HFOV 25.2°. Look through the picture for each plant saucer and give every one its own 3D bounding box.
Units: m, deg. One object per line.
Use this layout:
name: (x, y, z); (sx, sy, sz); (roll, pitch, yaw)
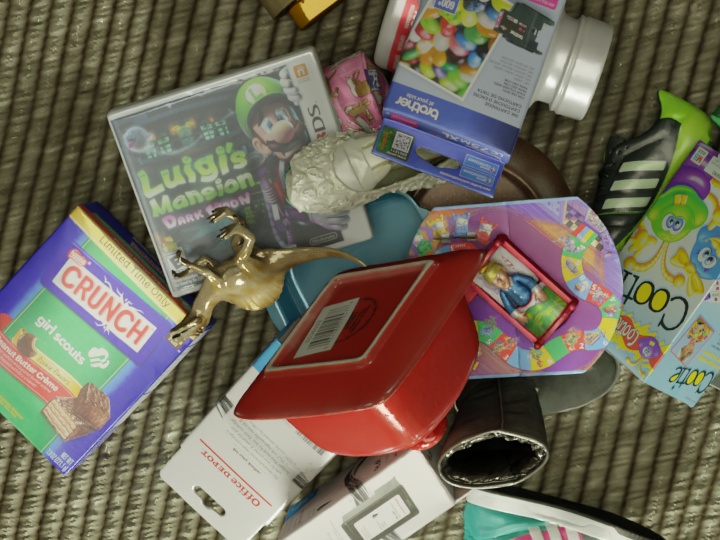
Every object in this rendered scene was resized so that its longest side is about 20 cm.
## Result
plant saucer: (0.108, -0.034, 1.525); (0.197, 0.037, 0.203); (0, 96, 4)

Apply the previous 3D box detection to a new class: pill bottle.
pill bottle: (0.122, -0.211, 1.458); (0.198, 0.120, 0.121); (19, 98, 2)

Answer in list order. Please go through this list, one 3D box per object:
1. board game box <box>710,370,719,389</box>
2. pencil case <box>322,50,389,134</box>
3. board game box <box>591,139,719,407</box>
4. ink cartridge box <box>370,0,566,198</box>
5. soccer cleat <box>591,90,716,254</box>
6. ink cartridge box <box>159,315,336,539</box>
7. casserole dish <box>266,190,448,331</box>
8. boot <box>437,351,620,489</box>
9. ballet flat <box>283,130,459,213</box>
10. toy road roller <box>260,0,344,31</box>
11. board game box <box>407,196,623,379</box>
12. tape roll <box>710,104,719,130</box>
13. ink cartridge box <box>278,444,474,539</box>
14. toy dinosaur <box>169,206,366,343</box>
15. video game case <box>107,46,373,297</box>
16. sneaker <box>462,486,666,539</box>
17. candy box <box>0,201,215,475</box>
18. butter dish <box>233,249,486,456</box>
board game box: (0.418, 0.077, 1.517); (0.198, 0.028, 0.137); (25, 97, 1)
pencil case: (-0.062, -0.128, 1.501); (0.198, 0.087, 0.084); (-24, 102, 10)
board game box: (0.303, 0.004, 1.461); (0.103, 0.104, 0.201); (41, 100, 40)
ink cartridge box: (0.095, -0.176, 1.375); (0.118, 0.042, 0.202); (20, 85, 2)
soccer cleat: (0.247, -0.074, 1.500); (0.081, 0.067, 0.201); (39, 95, 13)
ink cartridge box: (-0.087, 0.156, 1.532); (0.116, 0.068, 0.200); (43, 116, -1)
casserole dish: (0.000, 0.000, 1.513); (0.198, 0.039, 0.122); (-27, 90, 25)
boot: (0.156, 0.126, 1.457); (0.180, 0.200, 0.073); (-20, 95, 6)
ballet flat: (0.021, -0.101, 1.424); (0.071, 0.198, 0.073); (20, 118, 44)
toy road roller: (-0.026, -0.317, 1.444); (0.199, 0.146, 0.123); (-36, 93, 8)
board game box: (0.132, 0.020, 1.430); (0.197, 0.039, 0.160); (-3, 98, 14)
tape roll: (0.395, -0.084, 1.413); (0.200, 0.200, 0.048); (43, 99, -2)
ink cartridge box: (0.025, 0.210, 1.513); (0.199, 0.116, 0.068); (-35, 95, 7)
toy dinosaur: (-0.099, -0.008, 1.455); (0.198, 0.059, 0.102); (-25, 121, 18)
video game case: (-0.107, -0.087, 1.458); (0.197, 0.023, 0.184); (-16, 107, 8)
sneaker: (0.185, 0.283, 1.531); (0.197, 0.084, 0.122); (14, 93, 11)
candy box: (-0.267, 0.064, 1.545); (0.169, 0.077, 0.200); (44, 97, -1)
butter dish: (0.025, 0.094, 1.405); (0.198, 0.201, 0.149); (-9, 125, 44)
